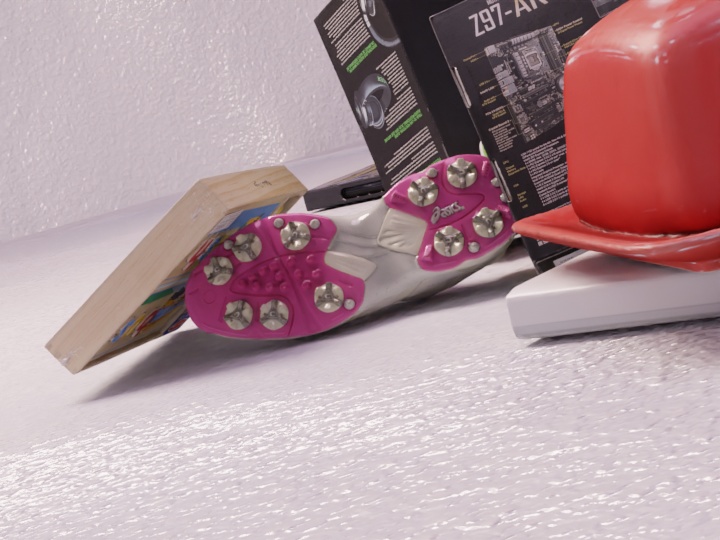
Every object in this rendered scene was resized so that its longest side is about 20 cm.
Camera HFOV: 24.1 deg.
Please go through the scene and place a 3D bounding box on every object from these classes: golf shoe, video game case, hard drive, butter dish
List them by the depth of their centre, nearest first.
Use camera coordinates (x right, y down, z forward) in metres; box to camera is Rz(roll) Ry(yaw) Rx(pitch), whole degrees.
[{"bbox_3d":[0.166,-0.089,0.721,0.199,0.148,0.200,-14,6,-9],"label":"butter dish"},{"bbox_3d":[0.182,-0.006,0.749,0.200,0.027,0.132,-8,9,40],"label":"hard drive"},{"bbox_3d":[0.000,0.000,0.971,0.200,0.075,0.092,-17,-17,5],"label":"golf shoe"},{"bbox_3d":[0.062,-0.109,1.821,0.180,0.026,0.200,-10,8,29],"label":"video game case"}]

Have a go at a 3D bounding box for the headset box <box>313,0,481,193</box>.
[{"bbox_3d":[0.093,-0.115,1.130,0.174,0.200,0.093,-17,-9,-28],"label":"headset box"}]

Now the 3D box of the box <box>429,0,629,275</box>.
[{"bbox_3d":[0.156,-0.104,0.892,0.200,0.160,0.044,-25,-24,8],"label":"box"}]

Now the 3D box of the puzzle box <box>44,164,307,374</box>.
[{"bbox_3d":[-0.105,-0.005,1.013,0.133,0.025,0.200,-46,-4,12],"label":"puzzle box"}]

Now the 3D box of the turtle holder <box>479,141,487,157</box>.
[{"bbox_3d":[0.147,-0.107,1.007,0.141,0.186,0.132,17,-8,3],"label":"turtle holder"}]
